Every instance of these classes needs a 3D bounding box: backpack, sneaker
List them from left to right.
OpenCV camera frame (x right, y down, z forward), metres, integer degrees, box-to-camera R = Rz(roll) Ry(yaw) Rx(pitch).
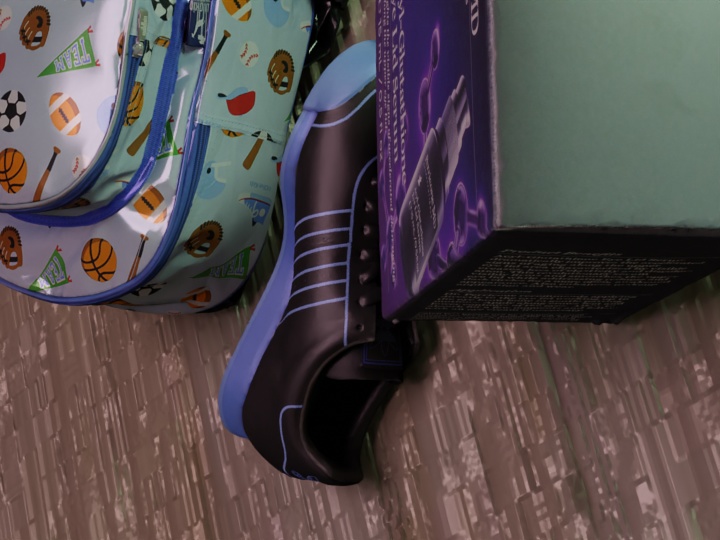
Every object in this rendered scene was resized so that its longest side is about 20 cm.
[{"bbox_3d":[-0.120,-0.073,1.016,0.200,0.154,0.191,4,93,44],"label":"backpack"},{"bbox_3d":[0.000,0.000,0.925,0.078,0.070,0.200,28,106,43],"label":"sneaker"}]

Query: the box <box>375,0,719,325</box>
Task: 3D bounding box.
[{"bbox_3d":[0.074,-0.066,0.761,0.200,0.104,0.148,131,139,-75],"label":"box"}]
